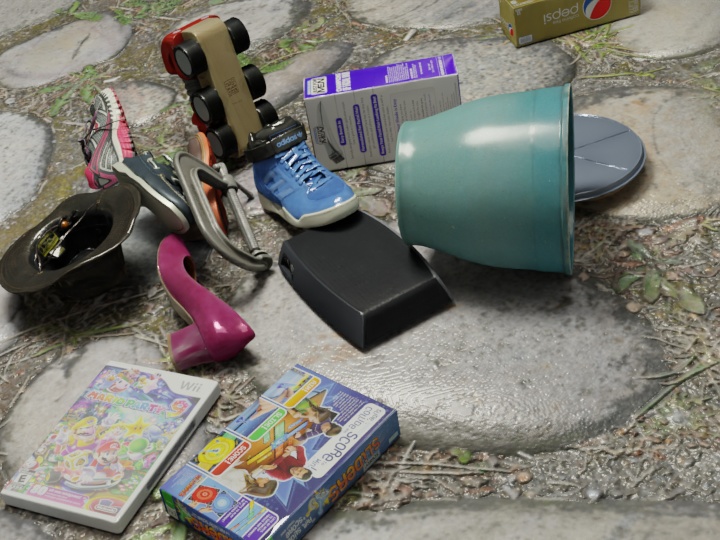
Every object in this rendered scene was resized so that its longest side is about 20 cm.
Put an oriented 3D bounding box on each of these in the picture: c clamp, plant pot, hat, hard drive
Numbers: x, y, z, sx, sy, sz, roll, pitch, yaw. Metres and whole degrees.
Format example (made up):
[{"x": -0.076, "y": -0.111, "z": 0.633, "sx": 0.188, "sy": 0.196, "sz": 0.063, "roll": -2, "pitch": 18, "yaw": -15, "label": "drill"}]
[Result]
[{"x": -0.152, "y": -0.068, "z": 1.489, "sx": 0.027, "sy": 0.170, "sz": 0.202, "roll": -37, "pitch": 48, "yaw": 15, "label": "c clamp"}, {"x": 0.136, "y": -0.096, "z": 1.367, "sx": 0.185, "sy": 0.202, "sz": 0.201, "roll": 0, "pitch": 37, "yaw": 12, "label": "plant pot"}, {"x": -0.325, "y": -0.014, "z": 1.484, "sx": 0.198, "sy": 0.081, "sz": 0.202, "roll": -22, "pitch": 31, "yaw": 14, "label": "hat"}, {"x": 0.000, "y": 0.000, "z": 1.413, "sx": 0.133, "sy": 0.043, "sz": 0.200, "roll": -26, "pitch": 38, "yaw": -19, "label": "hard drive"}]

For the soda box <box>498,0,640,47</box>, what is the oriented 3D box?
[{"x": 0.305, "y": -0.390, "z": 1.841, "sx": 0.197, "sy": 0.065, "sz": 0.068, "roll": -16, "pitch": 35, "yaw": -7, "label": "soda box"}]

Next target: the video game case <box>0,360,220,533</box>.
[{"x": -0.247, "y": 0.171, "z": 1.271, "sx": 0.141, "sy": 0.018, "sz": 0.201, "roll": 7, "pitch": 40, "yaw": 25, "label": "video game case"}]

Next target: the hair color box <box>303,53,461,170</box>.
[{"x": 0.031, "y": -0.201, "z": 1.621, "sx": 0.196, "sy": 0.111, "sz": 0.065, "roll": -9, "pitch": 35, "yaw": 2, "label": "hair color box"}]

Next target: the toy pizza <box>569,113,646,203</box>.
[{"x": 0.246, "y": -0.130, "z": 1.532, "sx": 0.197, "sy": 0.032, "sz": 0.201, "roll": -7, "pitch": 35, "yaw": 5, "label": "toy pizza"}]

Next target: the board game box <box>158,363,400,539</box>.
[{"x": -0.074, "y": 0.180, "z": 1.195, "sx": 0.134, "sy": 0.035, "sz": 0.200, "roll": 21, "pitch": 47, "yaw": 36, "label": "board game box"}]

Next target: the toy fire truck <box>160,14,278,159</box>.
[{"x": -0.206, "y": -0.257, "z": 1.722, "sx": 0.128, "sy": 0.178, "sz": 0.199, "roll": -33, "pitch": 26, "yaw": -27, "label": "toy fire truck"}]

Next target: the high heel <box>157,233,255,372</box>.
[{"x": -0.171, "y": 0.021, "z": 1.402, "sx": 0.095, "sy": 0.068, "sz": 0.201, "roll": -20, "pitch": 41, "yaw": 5, "label": "high heel"}]

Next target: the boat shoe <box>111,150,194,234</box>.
[{"x": -0.236, "y": -0.099, "z": 1.510, "sx": 0.061, "sy": 0.076, "sz": 0.199, "roll": -35, "pitch": 28, "yaw": -15, "label": "boat shoe"}]

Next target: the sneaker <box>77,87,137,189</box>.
[{"x": -0.350, "y": -0.182, "z": 1.725, "sx": 0.074, "sy": 0.082, "sz": 0.201, "roll": -18, "pitch": 37, "yaw": -7, "label": "sneaker"}]

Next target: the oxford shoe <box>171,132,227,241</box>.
[{"x": -0.213, "y": -0.109, "z": 1.598, "sx": 0.071, "sy": 0.072, "sz": 0.201, "roll": -16, "pitch": 36, "yaw": 2, "label": "oxford shoe"}]

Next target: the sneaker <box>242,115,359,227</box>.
[{"x": -0.077, "y": -0.123, "z": 1.505, "sx": 0.076, "sy": 0.113, "sz": 0.199, "roll": -25, "pitch": 23, "yaw": -21, "label": "sneaker"}]
